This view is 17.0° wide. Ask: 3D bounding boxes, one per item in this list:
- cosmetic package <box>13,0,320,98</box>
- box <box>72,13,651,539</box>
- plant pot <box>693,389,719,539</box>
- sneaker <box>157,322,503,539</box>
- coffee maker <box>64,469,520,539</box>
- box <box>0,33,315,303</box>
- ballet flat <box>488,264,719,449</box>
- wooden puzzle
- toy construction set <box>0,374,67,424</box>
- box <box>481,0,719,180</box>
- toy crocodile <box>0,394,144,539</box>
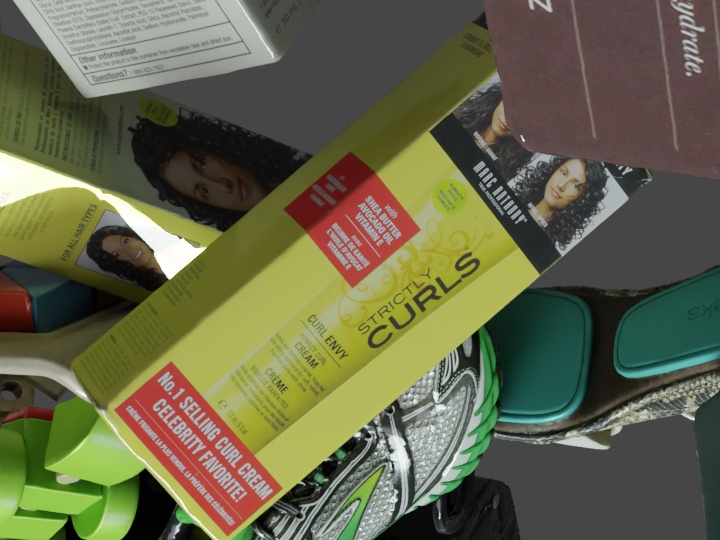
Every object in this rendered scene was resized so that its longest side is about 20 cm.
[{"bbox_3d":[-0.100,-0.161,0.832,0.104,0.073,0.200,-6,129,39],"label":"cosmetic package"},{"bbox_3d":[0.000,0.000,0.843,0.075,0.200,0.050,52,177,-24],"label":"box"},{"bbox_3d":[0.248,0.079,0.763,0.196,0.196,0.200,33,117,-14],"label":"plant pot"},{"bbox_3d":[-0.018,0.081,0.932,0.078,0.085,0.200,44,117,22],"label":"sneaker"},{"bbox_3d":[-0.038,0.123,1.085,0.200,0.135,0.192,12,115,21],"label":"coffee maker"},{"bbox_3d":[-0.103,-0.036,0.917,0.200,0.075,0.050,19,127,-20],"label":"box"},{"bbox_3d":[0.106,0.039,0.932,0.200,0.068,0.075,-11,145,39],"label":"ballet flat"},{"bbox_3d":[-0.148,0.006,0.971,0.200,0.185,0.037,6,105,23],"label":"wooden puzzle"},{"bbox_3d":[-0.173,0.100,1.139,0.200,0.131,0.092,92,158,-48],"label":"toy construction set"},{"bbox_3d":[0.147,-0.128,0.625,0.200,0.164,0.166,11,138,25],"label":"box"},{"bbox_3d":[-0.145,0.092,1.005,0.067,0.062,0.200,12,151,-28],"label":"toy crocodile"}]
